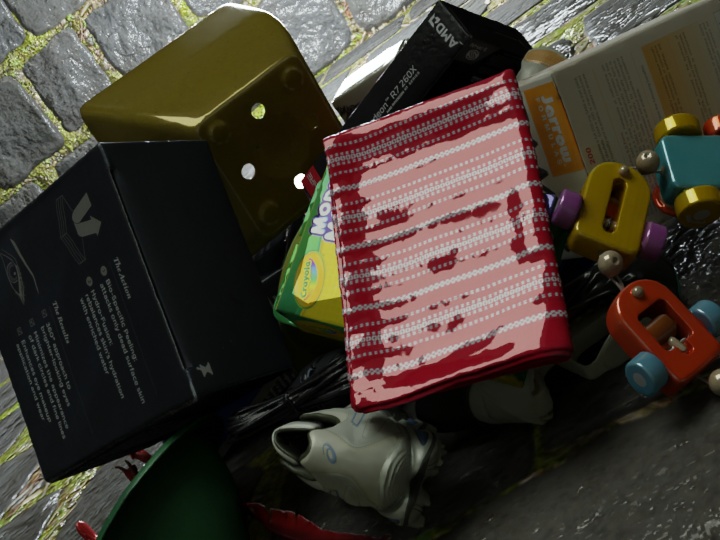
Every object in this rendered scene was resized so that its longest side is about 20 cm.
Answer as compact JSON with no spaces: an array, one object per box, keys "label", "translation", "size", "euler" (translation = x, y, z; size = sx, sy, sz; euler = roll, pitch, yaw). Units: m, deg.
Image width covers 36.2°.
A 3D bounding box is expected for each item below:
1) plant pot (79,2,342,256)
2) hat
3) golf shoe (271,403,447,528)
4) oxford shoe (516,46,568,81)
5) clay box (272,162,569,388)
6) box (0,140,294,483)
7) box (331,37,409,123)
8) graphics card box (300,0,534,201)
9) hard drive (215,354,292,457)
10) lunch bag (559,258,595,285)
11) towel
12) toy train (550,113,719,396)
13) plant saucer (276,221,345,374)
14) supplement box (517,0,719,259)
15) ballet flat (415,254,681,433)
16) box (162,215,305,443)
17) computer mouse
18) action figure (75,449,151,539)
[{"label":"plant pot","translation":[-0.111,-0.121,1.021],"size":[0.194,0.197,0.199],"euler":[-39,22,-17]},{"label":"hat","translation":[-0.090,0.220,0.816],"size":[0.167,0.175,0.200],"euler":[-55,-11,-11]},{"label":"golf shoe","translation":[-0.015,0.114,0.743],"size":[0.200,0.096,0.080],"euler":[160,127,-75]},{"label":"oxford shoe","translation":[0.176,-0.128,0.930],"size":[0.074,0.200,0.059],"euler":[17,81,29]},{"label":"clay box","translation":[0.028,-0.005,0.729],"size":[0.197,0.048,0.117],"euler":[12,75,29]},{"label":"box","translation":[-0.184,0.032,0.865],"size":[0.199,0.200,0.117],"euler":[-29,-11,36]},{"label":"box","translation":[0.063,-0.109,1.042],"size":[0.081,0.201,0.069],"euler":[-30,17,25]},{"label":"graphics card box","translation":[0.052,-0.123,0.925],"size":[0.124,0.051,0.200],"euler":[1,-43,-50]},{"label":"hard drive","translation":[-0.161,0.053,0.951],"size":[0.133,0.200,0.025],"euler":[-53,-20,23]},{"label":"lunch bag","translation":[0.110,-0.030,0.849],"size":[0.201,0.132,0.135],"euler":[-53,24,-18]},{"label":"towel","translation":[0.047,-0.020,0.684],"size":[0.142,0.022,0.203],"euler":[-17,62,19]},{"label":"toy train","translation":[0.197,-0.010,0.678],"size":[0.199,0.150,0.056],"euler":[-38,-18,-27]},{"label":"plant saucer","translation":[0.000,0.000,0.912],"size":[0.031,0.201,0.200],"euler":[31,65,37]},{"label":"supplement box","translation":[0.199,-0.105,0.784],"size":[0.198,0.128,0.073],"euler":[-27,10,-31]},{"label":"ballet flat","translation":[0.123,0.054,0.722],"size":[0.199,0.068,0.069],"euler":[-36,29,8]},{"label":"box","translation":[-0.114,0.060,1.090],"size":[0.198,0.118,0.197],"euler":[-33,16,12]},{"label":"computer mouse","translation":[-0.008,0.075,0.828],"size":[0.139,0.047,0.199],"euler":[-26,-10,25]},{"label":"action figure","translation":[-0.208,0.203,0.981],"size":[0.198,0.100,0.066],"euler":[-26,21,29]}]
